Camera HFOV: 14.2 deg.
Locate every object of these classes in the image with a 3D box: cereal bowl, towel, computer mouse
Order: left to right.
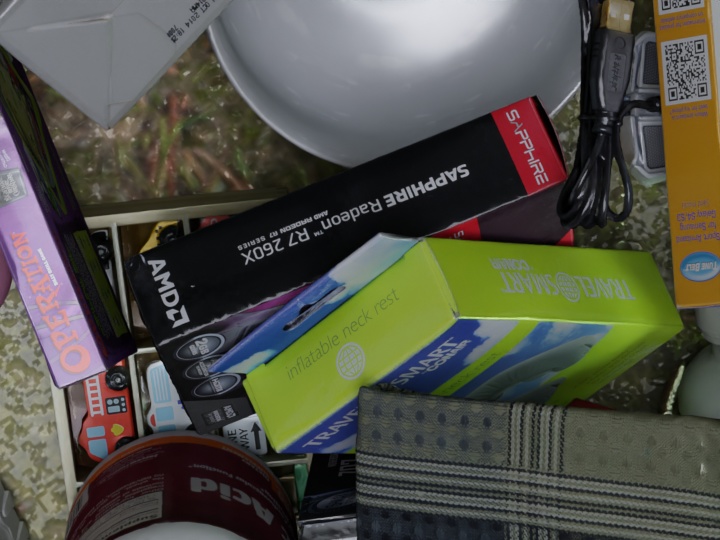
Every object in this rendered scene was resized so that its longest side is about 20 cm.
[{"bbox_3d":[0.018,-0.150,1.313,0.200,0.083,0.201,-3,112,-8],"label":"cereal bowl"},{"bbox_3d":[0.089,0.146,1.210,0.200,0.035,0.193,6,103,28],"label":"towel"},{"bbox_3d":[0.127,-0.071,1.301,0.044,0.200,0.110,-1,89,22],"label":"computer mouse"}]

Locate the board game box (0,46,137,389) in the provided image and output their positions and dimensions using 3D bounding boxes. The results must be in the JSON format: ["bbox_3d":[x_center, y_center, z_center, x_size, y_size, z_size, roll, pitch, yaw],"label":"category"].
[{"bbox_3d":[-0.154,-0.047,1.297,0.032,0.120,0.200,-22,91,-1],"label":"board game box"}]

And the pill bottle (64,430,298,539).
[{"bbox_3d":[-0.081,0.153,1.301,0.114,0.200,0.114,-1,105,-3],"label":"pill bottle"}]

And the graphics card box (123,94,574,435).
[{"bbox_3d":[0.000,0.000,1.310,0.200,0.126,0.051,-21,68,-3],"label":"graphics card box"}]

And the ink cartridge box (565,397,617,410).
[{"bbox_3d":[0.152,0.166,1.280,0.200,0.145,0.145,15,111,22],"label":"ink cartridge box"}]

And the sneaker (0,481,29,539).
[{"bbox_3d":[-0.205,0.147,1.395,0.080,0.076,0.200,-16,100,13],"label":"sneaker"}]

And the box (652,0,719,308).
[{"bbox_3d":[0.186,-0.063,1.261,0.119,0.041,0.201,-3,91,-38],"label":"box"}]

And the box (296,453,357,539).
[{"bbox_3d":[0.012,0.182,1.361,0.043,0.160,0.200,-7,105,5],"label":"box"}]

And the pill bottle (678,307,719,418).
[{"bbox_3d":[0.211,0.092,1.376,0.112,0.112,0.200,-10,104,-1],"label":"pill bottle"}]

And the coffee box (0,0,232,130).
[{"bbox_3d":[-0.125,-0.165,1.242,0.114,0.200,0.080,-46,128,7],"label":"coffee box"}]

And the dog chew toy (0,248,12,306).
[{"bbox_3d":[-0.254,0.007,1.330,0.200,0.125,0.125,-14,105,-8],"label":"dog chew toy"}]

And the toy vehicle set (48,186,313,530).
[{"bbox_3d":[-0.085,0.064,1.396,0.124,0.027,0.200,-7,104,-2],"label":"toy vehicle set"}]

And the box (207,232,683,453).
[{"bbox_3d":[0.042,0.035,1.302,0.122,0.200,0.048,-39,64,32],"label":"box"}]

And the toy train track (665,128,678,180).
[{"bbox_3d":[0.177,-0.016,1.295,0.115,0.033,0.201,-10,92,-38],"label":"toy train track"}]
